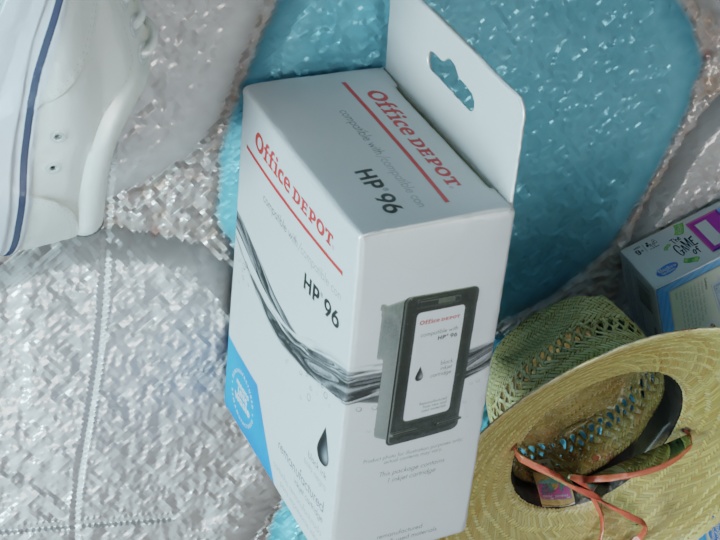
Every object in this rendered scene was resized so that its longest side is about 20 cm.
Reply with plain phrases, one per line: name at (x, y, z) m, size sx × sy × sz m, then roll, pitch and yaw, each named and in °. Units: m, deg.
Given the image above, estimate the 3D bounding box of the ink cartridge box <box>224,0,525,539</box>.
ink cartridge box at (0.000, 0.000, 0.741) m, size 0.067 × 0.116 × 0.201 m, roll -11°, pitch 127°, yaw -24°

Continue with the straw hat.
straw hat at (0.100, 0.063, 0.865) m, size 0.200 × 0.085 × 0.202 m, roll -15°, pitch 141°, yaw -12°

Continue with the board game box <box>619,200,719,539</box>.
board game box at (0.207, 0.043, 0.944) m, size 0.134 × 0.034 × 0.201 m, roll -25°, pitch 131°, yaw -11°

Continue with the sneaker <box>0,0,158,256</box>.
sneaker at (-0.108, -0.092, 0.654) m, size 0.070 × 0.073 × 0.201 m, roll -12°, pitch 137°, yaw -33°
